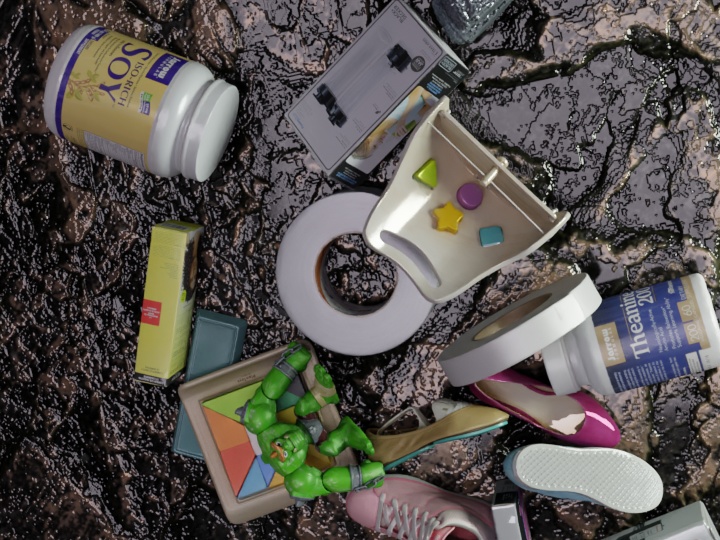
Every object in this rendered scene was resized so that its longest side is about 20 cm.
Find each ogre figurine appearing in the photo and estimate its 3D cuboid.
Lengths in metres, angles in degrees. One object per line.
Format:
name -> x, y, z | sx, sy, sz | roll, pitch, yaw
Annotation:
ogre figurine -> -0.066, 0.201, 1.511 | 0.120, 0.098, 0.200 | -33, 105, -13

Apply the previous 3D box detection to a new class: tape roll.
tape roll -> 0.000, 0.000, 1.511 | 0.200, 0.066, 0.201 | 2, 99, 11
tape roll -> 0.182, 0.067, 1.416 | 0.203, 0.203, 0.037 | -29, 93, 14

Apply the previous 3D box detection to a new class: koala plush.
koala plush -> 0.111, -0.389, 1.378 | 0.184, 0.177, 0.200 | -45, 89, 3

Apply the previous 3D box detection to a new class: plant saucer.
plant saucer -> -0.199, 0.153, 1.601 | 0.070, 0.019, 0.200 | 14, 101, 8

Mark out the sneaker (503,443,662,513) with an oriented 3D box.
sneaker -> 0.268, 0.247, 1.506 | 0.200, 0.082, 0.074 | 17, 80, -12

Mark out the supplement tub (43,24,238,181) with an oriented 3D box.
supplement tub -> -0.262, -0.198, 1.488 | 0.200, 0.145, 0.146 | 21, 103, 7

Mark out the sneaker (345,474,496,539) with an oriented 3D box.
sneaker -> 0.072, 0.311, 1.531 | 0.200, 0.105, 0.076 | 10, 103, 11

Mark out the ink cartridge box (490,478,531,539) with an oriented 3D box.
ink cartridge box -> 0.195, 0.366, 1.519 | 0.037, 0.095, 0.200 | -8, 98, 12

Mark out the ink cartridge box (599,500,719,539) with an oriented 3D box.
ink cartridge box -> 0.356, 0.388, 1.497 | 0.200, 0.083, 0.147 | -25, 94, 15

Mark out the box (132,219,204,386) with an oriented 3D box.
box -> -0.242, 0.040, 1.562 | 0.050, 0.075, 0.200 | 12, 103, 9

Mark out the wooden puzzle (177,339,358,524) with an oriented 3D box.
wooden puzzle -> -0.116, 0.208, 1.573 | 0.185, 0.037, 0.200 | -21, 96, 5

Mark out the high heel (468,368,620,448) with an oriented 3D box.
high heel -> 0.221, 0.165, 1.479 | 0.200, 0.096, 0.067 | 34, 104, 4

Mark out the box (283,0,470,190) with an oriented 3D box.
box -> 0.017, -0.207, 1.450 | 0.200, 0.060, 0.117 | -45, 57, 14

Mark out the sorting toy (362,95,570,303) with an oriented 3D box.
sorting toy -> 0.101, -0.061, 1.423 | 0.200, 0.107, 0.180 | 44, 75, 2

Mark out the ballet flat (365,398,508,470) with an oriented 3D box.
ballet flat -> 0.086, 0.191, 1.513 | 0.200, 0.069, 0.063 | -25, 79, 27

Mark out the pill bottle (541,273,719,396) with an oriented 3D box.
pill bottle -> 0.315, 0.081, 1.438 | 0.200, 0.111, 0.111 | -17, 96, 13
